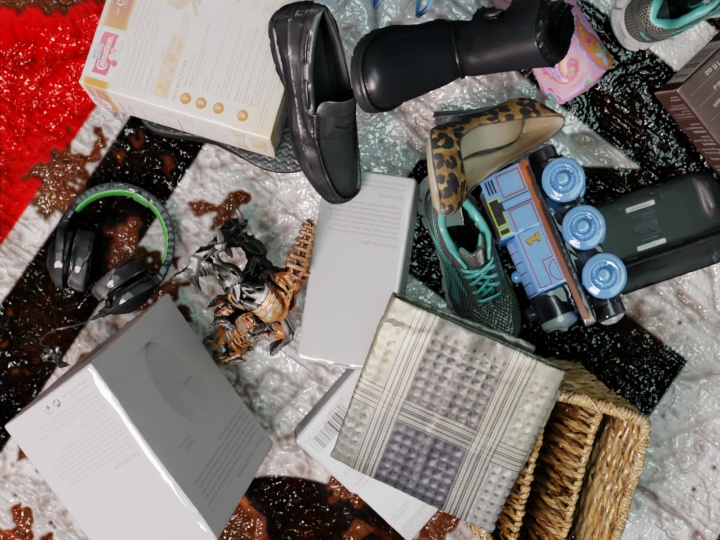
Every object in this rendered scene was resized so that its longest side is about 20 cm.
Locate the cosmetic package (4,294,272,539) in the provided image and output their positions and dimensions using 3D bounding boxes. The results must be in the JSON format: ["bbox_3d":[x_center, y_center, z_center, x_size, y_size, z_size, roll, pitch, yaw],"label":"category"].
[{"bbox_3d":[-0.210,0.165,1.067,0.122,0.200,0.201,-33,98,19],"label":"cosmetic package"}]

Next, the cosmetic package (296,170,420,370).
[{"bbox_3d":[0.000,0.000,1.121,0.100,0.074,0.204,9,88,9],"label":"cosmetic package"}]

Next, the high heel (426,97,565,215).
[{"bbox_3d":[0.138,-0.116,1.073,0.139,0.201,0.073,-2,124,9],"label":"high heel"}]

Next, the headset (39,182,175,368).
[{"bbox_3d":[-0.272,0.004,1.109,0.122,0.094,0.202,29,82,-7],"label":"headset"}]

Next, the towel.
[{"bbox_3d":[0.086,0.139,1.066,0.190,0.035,0.203,24,111,4],"label":"towel"}]

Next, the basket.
[{"bbox_3d":[0.188,0.207,1.110,0.140,0.149,0.204,6,108,-24],"label":"basket"}]

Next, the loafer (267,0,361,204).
[{"bbox_3d":[-0.033,-0.157,1.030,0.068,0.070,0.204,-35,121,-38],"label":"loafer"}]

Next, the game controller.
[{"bbox_3d":[0.316,-0.037,1.186,0.196,0.042,0.106,-18,83,-3],"label":"game controller"}]

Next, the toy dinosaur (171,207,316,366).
[{"bbox_3d":[-0.109,0.014,1.114,0.135,0.102,0.200,42,102,-3],"label":"toy dinosaur"}]

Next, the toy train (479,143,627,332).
[{"bbox_3d":[0.204,-0.029,1.128,0.113,0.087,0.203,-23,82,11],"label":"toy train"}]

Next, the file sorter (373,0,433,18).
[{"bbox_3d":[-0.014,-0.338,1.071,0.196,0.139,0.125,11,96,-6],"label":"file sorter"}]

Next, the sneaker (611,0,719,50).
[{"bbox_3d":[0.364,-0.295,1.122,0.198,0.091,0.078,-33,99,-1],"label":"sneaker"}]

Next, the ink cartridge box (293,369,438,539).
[{"bbox_3d":[0.053,0.164,1.179,0.173,0.044,0.200,42,91,-10],"label":"ink cartridge box"}]

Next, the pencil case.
[{"bbox_3d":[0.185,-0.275,1.123,0.087,0.087,0.202,-34,97,0],"label":"pencil case"}]

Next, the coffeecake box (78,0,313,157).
[{"bbox_3d":[-0.160,-0.221,1.076,0.196,0.073,0.156,17,81,2],"label":"coffeecake box"}]

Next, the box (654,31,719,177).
[{"bbox_3d":[0.423,-0.150,1.161,0.100,0.075,0.200,-42,99,0],"label":"box"}]

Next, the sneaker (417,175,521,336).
[{"bbox_3d":[0.117,-0.008,1.141,0.077,0.091,0.203,-27,98,0],"label":"sneaker"}]

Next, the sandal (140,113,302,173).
[{"bbox_3d":[-0.134,-0.155,1.131,0.197,0.048,0.077,18,87,8],"label":"sandal"}]

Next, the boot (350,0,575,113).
[{"bbox_3d":[0.103,-0.213,1.029,0.166,0.199,0.078,-3,110,37],"label":"boot"}]
